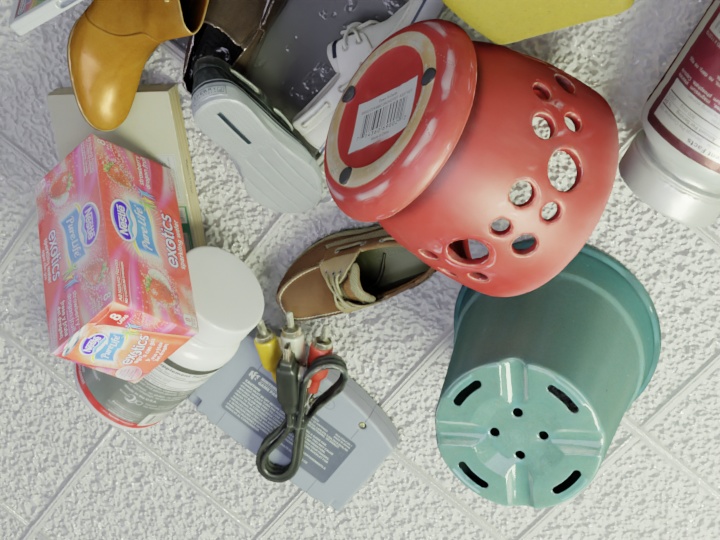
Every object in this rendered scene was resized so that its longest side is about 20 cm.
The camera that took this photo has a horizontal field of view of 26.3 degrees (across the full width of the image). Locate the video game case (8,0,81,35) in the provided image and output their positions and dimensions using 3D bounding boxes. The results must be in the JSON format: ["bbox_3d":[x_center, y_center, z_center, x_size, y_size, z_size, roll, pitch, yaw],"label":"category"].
[{"bbox_3d":[-0.221,-0.298,1.355,0.200,0.143,0.018,-23,133,26],"label":"video game case"}]

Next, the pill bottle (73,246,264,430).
[{"bbox_3d":[-0.189,0.066,1.517,0.114,0.114,0.200,44,130,-6],"label":"pill bottle"}]

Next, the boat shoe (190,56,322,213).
[{"bbox_3d":[-0.090,-0.126,1.414,0.072,0.071,0.200,-17,145,14],"label":"boat shoe"}]

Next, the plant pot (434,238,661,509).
[{"bbox_3d":[0.161,0.101,1.390,0.200,0.196,0.200,7,117,14],"label":"plant pot"}]

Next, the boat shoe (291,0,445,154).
[{"bbox_3d":[0.003,-0.186,1.377,0.070,0.071,0.200,36,127,-4],"label":"boat shoe"}]

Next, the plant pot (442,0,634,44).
[{"bbox_3d":[0.136,-0.298,1.214,0.194,0.196,0.200,-12,118,23],"label":"plant pot"}]

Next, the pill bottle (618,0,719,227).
[{"bbox_3d":[0.305,-0.141,1.271,0.114,0.114,0.200,31,121,2],"label":"pill bottle"}]

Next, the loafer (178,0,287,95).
[{"bbox_3d":[-0.110,-0.233,1.386,0.073,0.071,0.200,23,120,6],"label":"loafer"}]

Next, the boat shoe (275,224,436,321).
[{"bbox_3d":[0.000,0.000,1.462,0.200,0.074,0.076,-25,105,29],"label":"boat shoe"}]

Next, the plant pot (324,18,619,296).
[{"bbox_3d":[0.084,-0.102,1.282,0.182,0.201,0.200,27,125,-30],"label":"plant pot"}]

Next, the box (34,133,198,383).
[{"bbox_3d":[-0.228,-0.012,1.421,0.103,0.200,0.095,24,129,-40],"label":"box"}]

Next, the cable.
[{"bbox_3d":[-0.059,0.130,1.538,0.097,0.050,0.200,8,130,6],"label":"cable"}]

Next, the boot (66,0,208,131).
[{"bbox_3d":[-0.195,-0.215,1.385,0.144,0.071,0.201,18,109,45],"label":"boot"}]

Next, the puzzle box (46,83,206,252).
[{"bbox_3d":[-0.228,-0.085,1.525,0.133,0.025,0.200,1,115,17],"label":"puzzle box"}]

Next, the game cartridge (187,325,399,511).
[{"bbox_3d":[-0.065,0.146,1.579,0.200,0.042,0.133,37,116,-2],"label":"game cartridge"}]
